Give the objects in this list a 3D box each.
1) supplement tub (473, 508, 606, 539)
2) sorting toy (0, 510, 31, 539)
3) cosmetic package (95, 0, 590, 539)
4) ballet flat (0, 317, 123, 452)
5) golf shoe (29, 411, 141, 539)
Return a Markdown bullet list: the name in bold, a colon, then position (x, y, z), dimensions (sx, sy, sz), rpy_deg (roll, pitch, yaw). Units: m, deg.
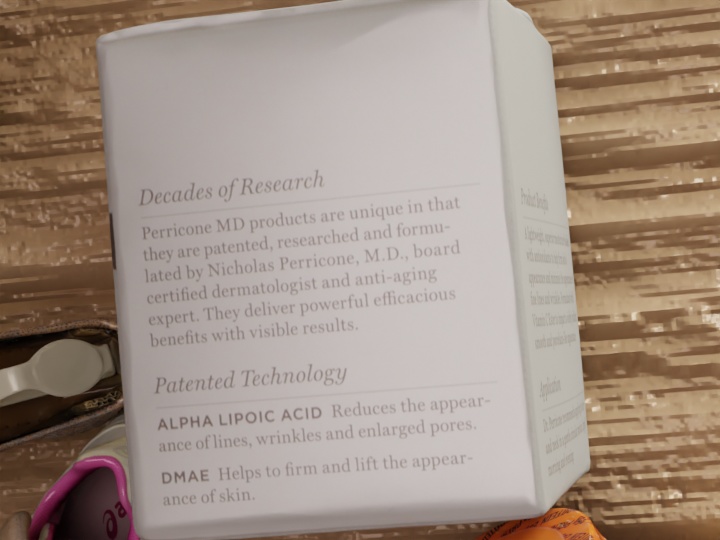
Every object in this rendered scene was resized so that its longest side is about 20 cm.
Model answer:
- **supplement tub**: position (0.102, 0.203, 0.718), dimensions (0.122, 0.123, 0.201), rpy_deg (-32, 104, 11)
- **sorting toy**: position (-0.143, 0.232, 0.771), dimensions (0.185, 0.036, 0.201), rpy_deg (-49, 57, 38)
- **cosmetic package**: position (0.000, 0.000, 0.750), dimensions (0.164, 0.165, 0.202), rpy_deg (-6, 87, 13)
- **ballet flat**: position (-0.178, 0.054, 0.779), dimensions (0.067, 0.199, 0.069), rpy_deg (-18, 89, 52)
- **golf shoe**: position (-0.142, 0.153, 0.819), dimensions (0.075, 0.091, 0.201), rpy_deg (28, 97, 11)
